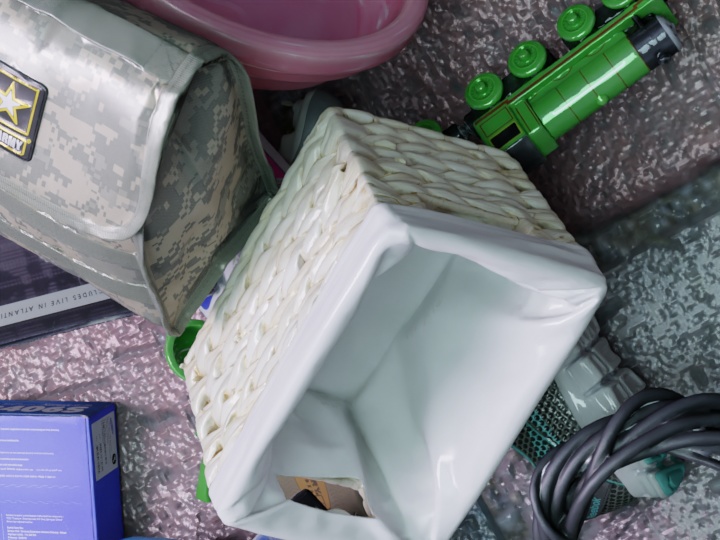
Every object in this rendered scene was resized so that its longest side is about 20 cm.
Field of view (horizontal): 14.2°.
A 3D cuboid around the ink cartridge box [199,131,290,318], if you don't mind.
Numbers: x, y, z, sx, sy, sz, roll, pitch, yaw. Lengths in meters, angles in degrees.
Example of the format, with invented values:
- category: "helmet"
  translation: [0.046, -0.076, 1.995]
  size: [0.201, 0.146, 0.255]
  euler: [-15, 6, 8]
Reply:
- category: "ink cartridge box"
  translation: [-0.093, -0.050, 1.587]
  size: [0.200, 0.037, 0.095]
  euler: [47, 131, 34]

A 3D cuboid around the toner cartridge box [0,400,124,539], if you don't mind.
- category: "toner cartridge box"
  translation: [-0.240, 0.125, 1.701]
  size: [0.200, 0.043, 0.095]
  euler: [1, 99, 19]

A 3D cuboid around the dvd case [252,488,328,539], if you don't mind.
- category: "dvd case"
  translation: [-0.025, 0.217, 1.602]
  size: [0.143, 0.018, 0.200]
  euler: [47, 141, 5]

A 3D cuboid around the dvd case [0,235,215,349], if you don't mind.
- category: "dvd case"
  translation: [-0.176, -0.063, 1.552]
  size: [0.149, 0.016, 0.200]
  euler: [-15, 77, -13]

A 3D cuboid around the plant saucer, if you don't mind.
- category: "plant saucer"
  translation: [-0.064, -0.161, 1.514]
  size: [0.200, 0.201, 0.051]
  euler: [36, 127, 10]

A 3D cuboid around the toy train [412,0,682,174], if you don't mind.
- category: "toy train"
  translation: [0.086, -0.083, 1.525]
  size: [0.200, 0.042, 0.056]
  euler: [-36, 50, 9]

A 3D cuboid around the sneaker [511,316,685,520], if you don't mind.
- category: "sneaker"
  translation: [0.088, 0.052, 1.560]
  size: [0.091, 0.078, 0.200]
  euler: [-33, 86, 25]

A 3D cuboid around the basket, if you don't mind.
- category: "basket"
  translation: [0.010, 0.031, 1.470]
  size: [0.136, 0.123, 0.200]
  euler: [14, 122, -29]

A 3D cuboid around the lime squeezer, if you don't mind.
- category: "lime squeezer"
  translation: [-0.092, 0.055, 1.595]
  size: [0.038, 0.071, 0.200]
  euler: [-29, 123, -16]

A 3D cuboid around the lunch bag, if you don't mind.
- category: "lunch bag"
  translation: [-0.141, -0.078, 1.428]
  size: [0.164, 0.200, 0.118]
  euler: [29, 70, 19]

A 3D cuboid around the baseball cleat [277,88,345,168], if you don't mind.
- category: "baseball cleat"
  translation: [0.000, 0.000, 1.590]
  size: [0.106, 0.070, 0.200]
  euler: [9, 112, 12]

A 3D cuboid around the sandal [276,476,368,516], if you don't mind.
- category: "sandal"
  translation: [-0.010, 0.164, 1.604]
  size: [0.080, 0.054, 0.200]
  euler: [-13, 115, 27]

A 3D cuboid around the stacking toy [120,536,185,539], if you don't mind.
- category: "stacking toy"
  translation: [-0.090, 0.253, 1.614]
  size: [0.110, 0.116, 0.200]
  euler: [2, 132, 48]

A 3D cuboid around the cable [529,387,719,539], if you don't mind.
- category: "cable"
  translation: [0.173, 0.140, 1.523]
  size: [0.200, 0.051, 0.163]
  euler: [16, 124, -19]
